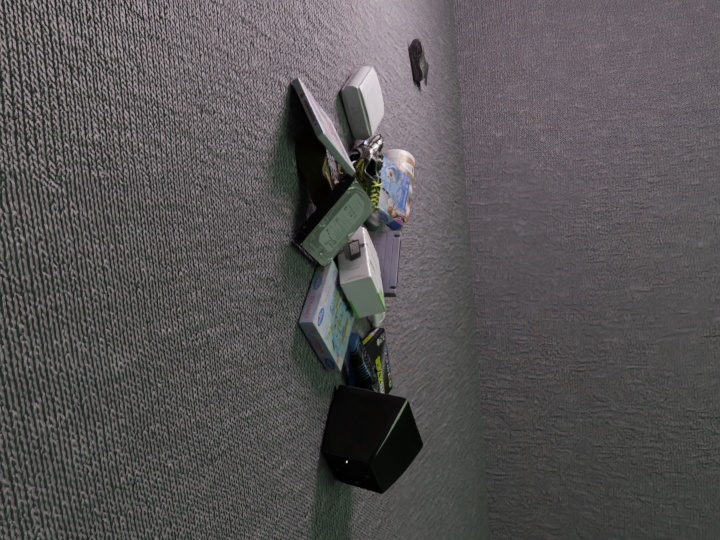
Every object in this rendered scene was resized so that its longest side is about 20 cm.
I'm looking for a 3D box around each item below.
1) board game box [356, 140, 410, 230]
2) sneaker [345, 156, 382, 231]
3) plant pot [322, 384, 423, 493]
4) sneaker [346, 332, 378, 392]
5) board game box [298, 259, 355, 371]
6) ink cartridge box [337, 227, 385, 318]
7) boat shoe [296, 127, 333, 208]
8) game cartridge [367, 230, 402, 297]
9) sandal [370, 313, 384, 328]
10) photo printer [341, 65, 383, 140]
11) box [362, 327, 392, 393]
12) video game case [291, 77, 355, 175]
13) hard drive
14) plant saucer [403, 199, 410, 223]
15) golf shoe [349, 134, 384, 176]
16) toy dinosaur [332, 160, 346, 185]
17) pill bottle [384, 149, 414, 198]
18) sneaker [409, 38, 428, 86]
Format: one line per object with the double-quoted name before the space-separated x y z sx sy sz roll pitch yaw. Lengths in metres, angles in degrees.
"board game box" 0.056 -0.250 1.760 0.199 0.043 0.200 33 50 -27
"sneaker" 0.017 -0.198 1.510 0.074 0.085 0.200 1 70 -48
"plant pot" 0.019 0.432 1.488 0.178 0.200 0.200 -58 141 -40
"sneaker" 0.009 0.254 1.586 0.070 0.078 0.200 -67 158 -58
"board game box" -0.076 0.112 1.477 0.200 0.041 0.200 67 28 -42
"ink cartridge box" 0.000 0.000 1.569 0.146 0.084 0.200 66 12 -45
"boat shoe" -0.108 -0.238 1.425 0.065 0.073 0.201 138 -58 -86
"game cartridge" 0.048 -0.019 1.701 0.038 0.129 0.200 54 38 -58
"sandal" 0.035 0.093 1.772 0.082 0.050 0.203 -49 147 -42
"photo printer" 0.013 -0.505 1.771 0.200 0.069 0.167 -69 149 -49
"box" 0.037 0.290 1.742 0.193 0.047 0.201 -35 119 -69
"video game case" -0.086 -0.344 1.444 0.183 0.023 0.200 66 12 25
"hard drive" -0.058 -0.114 1.409 0.200 0.038 0.140 -49 148 -5
"plant saucer" 0.145 -0.267 2.102 0.200 0.037 0.201 2 90 -77
"golf shoe" 0.017 -0.333 1.676 0.200 0.094 0.078 -88 -175 -56
"toy dinosaur" -0.043 -0.230 1.597 0.101 0.058 0.200 59 34 -52
"pill bottle" 0.113 -0.281 1.936 0.114 0.114 0.200 53 39 -56
"sneaker" 0.245 -0.856 2.462 0.104 0.060 0.200 -54 141 -57
